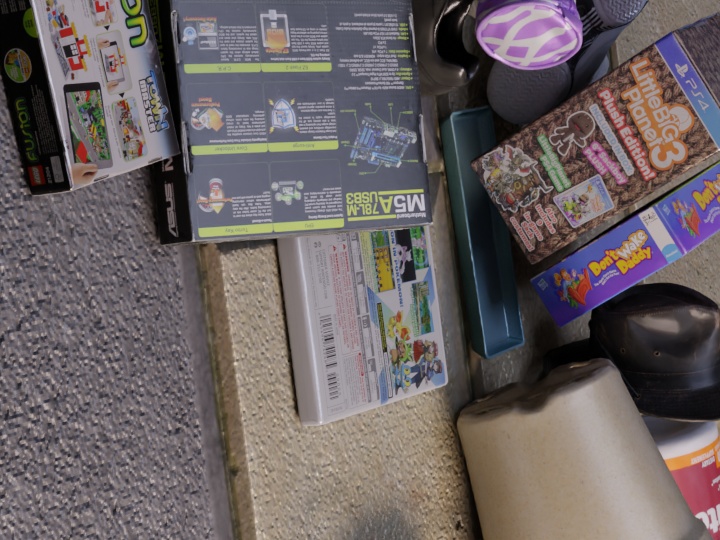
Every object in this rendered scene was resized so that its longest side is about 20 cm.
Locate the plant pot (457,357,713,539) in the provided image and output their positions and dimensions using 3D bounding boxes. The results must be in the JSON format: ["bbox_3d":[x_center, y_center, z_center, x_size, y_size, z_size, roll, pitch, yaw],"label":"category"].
[{"bbox_3d":[0.166,0.175,1.543,0.200,0.200,0.184,-26,97,-55],"label":"plant pot"}]

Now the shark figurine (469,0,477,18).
[{"bbox_3d":[0.093,-0.242,1.594,0.215,0.128,0.090,-82,175,-50],"label":"shark figurine"}]

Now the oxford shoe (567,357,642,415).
[{"bbox_3d":[0.216,0.105,1.712,0.200,0.075,0.071,-38,119,-52],"label":"oxford shoe"}]

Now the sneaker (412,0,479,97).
[{"bbox_3d":[0.042,-0.225,1.472,0.076,0.091,0.200,-30,109,-45],"label":"sneaker"}]

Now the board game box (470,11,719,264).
[{"bbox_3d":[0.214,-0.108,1.580,0.097,0.200,0.159,59,27,2],"label":"board game box"}]

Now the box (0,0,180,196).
[{"bbox_3d":[-0.172,-0.154,1.181,0.110,0.035,0.201,-25,107,-56],"label":"box"}]

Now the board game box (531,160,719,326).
[{"bbox_3d":[0.243,-0.032,1.614,0.045,0.134,0.200,58,37,2],"label":"board game box"}]

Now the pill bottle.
[{"bbox_3d":[0.277,0.234,1.756,0.113,0.113,0.201,-27,109,-55],"label":"pill bottle"}]

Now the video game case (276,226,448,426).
[{"bbox_3d":[0.000,0.000,1.442,0.182,0.022,0.201,-12,95,-57],"label":"video game case"}]

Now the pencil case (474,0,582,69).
[{"bbox_3d":[0.135,-0.247,1.470,0.084,0.085,0.200,37,50,-42],"label":"pencil case"}]

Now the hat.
[{"bbox_3d":[0.253,0.055,1.651,0.200,0.200,0.081,-24,121,-56],"label":"hat"}]

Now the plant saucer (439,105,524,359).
[{"bbox_3d":[0.098,-0.031,1.601,0.070,0.019,0.201,-17,100,-57],"label":"plant saucer"}]

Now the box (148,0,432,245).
[{"bbox_3d":[-0.047,-0.118,1.306,0.200,0.047,0.194,-6,92,-37],"label":"box"}]

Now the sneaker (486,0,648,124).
[{"bbox_3d":[0.185,-0.208,1.633,0.075,0.200,0.115,41,14,8],"label":"sneaker"}]
